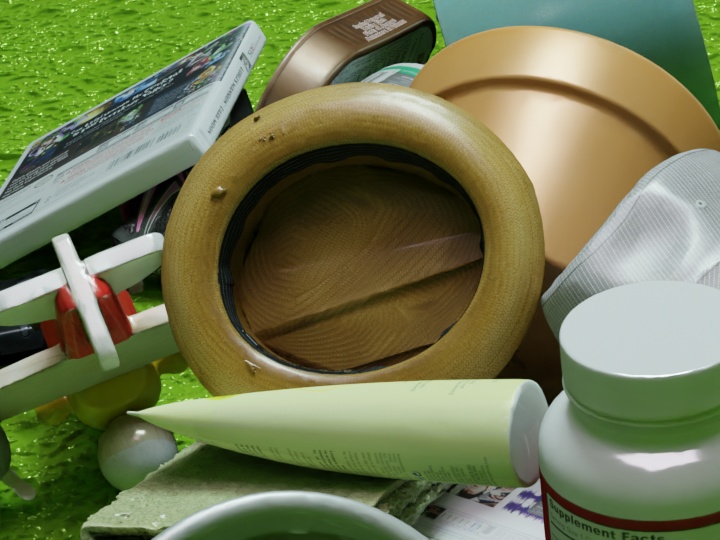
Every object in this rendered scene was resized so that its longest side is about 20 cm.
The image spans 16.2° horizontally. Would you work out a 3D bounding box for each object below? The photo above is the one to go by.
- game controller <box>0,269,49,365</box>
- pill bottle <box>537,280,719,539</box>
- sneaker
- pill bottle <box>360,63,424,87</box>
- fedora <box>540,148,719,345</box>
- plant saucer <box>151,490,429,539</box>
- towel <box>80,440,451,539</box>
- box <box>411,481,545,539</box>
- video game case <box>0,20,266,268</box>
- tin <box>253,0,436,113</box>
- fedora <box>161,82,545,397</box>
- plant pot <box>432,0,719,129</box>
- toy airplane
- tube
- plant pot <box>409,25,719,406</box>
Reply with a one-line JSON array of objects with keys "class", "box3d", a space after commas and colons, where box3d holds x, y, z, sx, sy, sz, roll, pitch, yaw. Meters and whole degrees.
[{"class": "game controller", "box3d": [-0.271, 0.041, 1.552, 0.199, 0.042, 0.104, -11, 14, -7]}, {"class": "pill bottle", "box3d": [0.138, 0.112, 1.137, 0.112, 0.200, 0.112, -5, 28, 3]}, {"class": "sneaker", "box3d": [-0.115, -0.057, 1.652, 0.086, 0.081, 0.200, -11, 21, 15]}, {"class": "pill bottle", "box3d": [-0.015, -0.042, 1.555, 0.113, 0.113, 0.200, 16, 36, 36]}, {"class": "fedora", "box3d": [0.156, 0.007, 1.279, 0.090, 0.177, 0.200, 45, 54, 8]}, {"class": "plant saucer", "box3d": [-0.032, 0.197, 1.085, 0.200, 0.201, 0.050, -17, -8, -18]}, {"class": "towel", "box3d": [-0.039, 0.115, 1.240, 0.148, 0.037, 0.200, 0, 15, 19]}, {"class": "box", "box3d": [0.043, 0.138, 1.289, 0.144, 0.036, 0.200, 15, 34, 36]}, {"class": "video game case", "box3d": [-0.164, -0.079, 1.668, 0.200, 0.023, 0.182, -27, 21, 24]}, {"class": "tin", "box3d": [-0.010, -0.118, 1.683, 0.042, 0.112, 0.200, 33, 30, 14]}, {"class": "fedora", "box3d": [0.000, 0.000, 1.307, 0.200, 0.201, 0.082, -1, -9, 11]}, {"class": "plant pot", "box3d": [0.135, -0.166, 1.680, 0.161, 0.201, 0.201, -17, 27, 6]}, {"class": "toy airplane", "box3d": [-0.136, 0.053, 1.377, 0.200, 0.141, 0.199, -23, -4, 38]}, {"class": "tube", "box3d": [-0.009, 0.075, 1.210, 0.200, 0.058, 0.052, -1, 37, 28]}, {"class": "plant pot", "box3d": [0.098, -0.018, 1.422, 0.200, 0.200, 0.140, 5, 46, 21]}]
